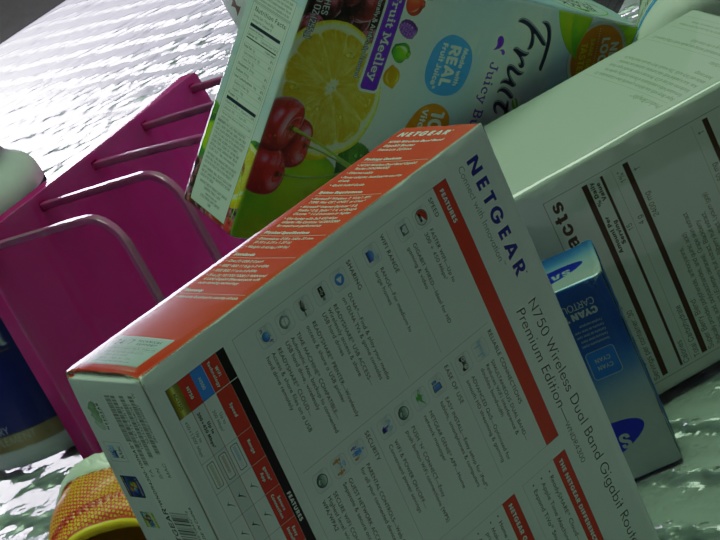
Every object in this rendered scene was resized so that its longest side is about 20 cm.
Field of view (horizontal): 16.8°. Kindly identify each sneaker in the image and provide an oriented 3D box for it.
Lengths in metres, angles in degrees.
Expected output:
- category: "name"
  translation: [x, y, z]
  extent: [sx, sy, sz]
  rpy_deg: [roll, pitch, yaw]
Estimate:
- category: "sneaker"
  translation: [-0.053, 0.108, 1.129]
  extent: [0.199, 0.073, 0.078]
  rpy_deg: [-23, 40, 19]

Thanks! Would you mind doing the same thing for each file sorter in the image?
- category: "file sorter"
  translation: [-0.085, -0.014, 1.338]
  extent: [0.125, 0.140, 0.200]
  rpy_deg: [-13, 22, 44]

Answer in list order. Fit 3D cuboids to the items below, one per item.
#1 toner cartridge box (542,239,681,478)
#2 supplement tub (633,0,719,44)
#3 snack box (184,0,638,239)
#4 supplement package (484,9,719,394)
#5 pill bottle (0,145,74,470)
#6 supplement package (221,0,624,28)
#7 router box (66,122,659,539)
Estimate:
- category: "toner cartridge box"
  translation: [0.028, 0.072, 1.049]
  extent: [0.199, 0.096, 0.043]
  rpy_deg: [-24, 20, 6]
- category: "supplement tub"
  translation: [0.211, -0.128, 1.292]
  extent: [0.131, 0.133, 0.200]
  rpy_deg: [-19, 20, 19]
- category: "snack box"
  translation: [0.027, -0.078, 1.188]
  extent: [0.199, 0.143, 0.053]
  rpy_deg: [8, 19, -38]
- category: "supplement package"
  translation: [0.116, -0.017, 1.132]
  extent: [0.199, 0.120, 0.121]
  rpy_deg: [-29, 18, -8]
- category: "pill bottle"
  translation: [-0.214, 0.002, 1.381]
  extent: [0.115, 0.201, 0.116]
  rpy_deg: [-23, 18, 8]
- category: "supplement package"
  translation: [0.044, -0.167, 1.305]
  extent: [0.199, 0.118, 0.117]
  rpy_deg: [-23, -22, -29]
- category: "router box"
  translation: [0.010, 0.077, 0.898]
  extent: [0.179, 0.201, 0.049]
  rpy_deg: [-36, 21, -33]
